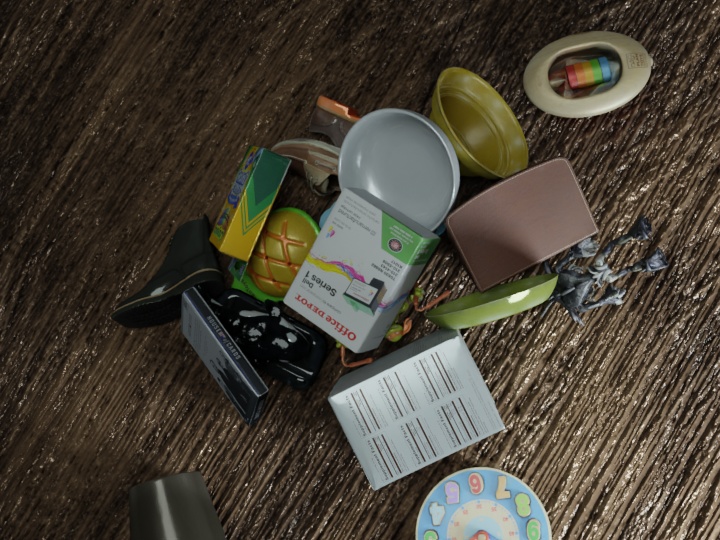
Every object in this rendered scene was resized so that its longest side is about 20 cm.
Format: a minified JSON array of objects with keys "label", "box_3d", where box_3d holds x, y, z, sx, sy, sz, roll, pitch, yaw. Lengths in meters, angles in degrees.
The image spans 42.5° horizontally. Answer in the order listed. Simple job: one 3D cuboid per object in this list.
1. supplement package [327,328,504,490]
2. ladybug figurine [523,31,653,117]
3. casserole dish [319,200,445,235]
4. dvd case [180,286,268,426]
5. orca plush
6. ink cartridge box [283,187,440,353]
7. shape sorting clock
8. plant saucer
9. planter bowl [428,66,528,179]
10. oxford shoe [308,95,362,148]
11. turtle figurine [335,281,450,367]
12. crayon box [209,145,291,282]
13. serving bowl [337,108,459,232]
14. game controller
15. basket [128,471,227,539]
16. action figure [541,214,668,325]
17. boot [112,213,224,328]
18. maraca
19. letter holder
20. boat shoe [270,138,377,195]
[{"label":"supplement package","box_3d":[0.081,0.189,1.336,0.200,0.191,0.147,-26,90,5]},{"label":"ladybug figurine","box_3d":[0.355,-0.301,1.452,0.200,0.072,0.136,-8,78,9]},{"label":"casserole dish","box_3d":[0.036,-0.064,1.459,0.200,0.039,0.121,4,45,9]},{"label":"dvd case","box_3d":[-0.215,0.136,1.435,0.025,0.150,0.200,-31,74,-24]},{"label":"orca plush","box_3d":[-0.177,0.086,1.418,0.200,0.071,0.105,38,105,11]},{"label":"ink cartridge box","box_3d":[0.000,0.000,1.361,0.145,0.084,0.200,34,105,18]},{"label":"shape sorting clock","box_3d":[0.181,0.393,1.370,0.200,0.039,0.200,-2,79,9]},{"label":"plant saucer","box_3d":[0.192,0.048,1.337,0.200,0.200,0.031,-18,92,6]},{"label":"planter bowl","box_3d":[0.164,-0.209,1.440,0.083,0.200,0.201,-35,72,39]},{"label":"oxford shoe","box_3d":[0.006,-0.212,1.507,0.200,0.071,0.073,31,102,21]},{"label":"turtle figurine","box_3d":[0.032,0.048,1.448,0.200,0.064,0.161,-36,68,11]},{"label":"crayon box","box_3d":[-0.179,-0.092,1.434,0.052,0.126,0.200,22,92,-19]},{"label":"serving bowl","box_3d":[0.066,-0.147,1.392,0.200,0.066,0.200,12,112,30]},{"label":"game controller","box_3d":[-0.149,0.108,1.471,0.200,0.042,0.104,27,103,13]},{"label":"basket","box_3d":[-0.278,0.417,1.402,0.180,0.136,0.200,-17,73,2]},{"label":"action figure","box_3d":[0.355,0.004,1.385,0.200,0.102,0.119,-30,83,30]},{"label":"boot","box_3d":[-0.319,0.003,1.527,0.200,0.077,0.138,-21,59,12]},{"label":"maraca","box_3d":[-0.133,-0.011,1.472,0.200,0.107,0.137,-46,71,26]},{"label":"letter holder","box_3d":[0.228,-0.084,1.389,0.200,0.101,0.142,-28,110,4]},{"label":"boat shoe","box_3d":[-0.058,-0.160,1.490,0.200,0.076,0.072,10,69,17]}]
